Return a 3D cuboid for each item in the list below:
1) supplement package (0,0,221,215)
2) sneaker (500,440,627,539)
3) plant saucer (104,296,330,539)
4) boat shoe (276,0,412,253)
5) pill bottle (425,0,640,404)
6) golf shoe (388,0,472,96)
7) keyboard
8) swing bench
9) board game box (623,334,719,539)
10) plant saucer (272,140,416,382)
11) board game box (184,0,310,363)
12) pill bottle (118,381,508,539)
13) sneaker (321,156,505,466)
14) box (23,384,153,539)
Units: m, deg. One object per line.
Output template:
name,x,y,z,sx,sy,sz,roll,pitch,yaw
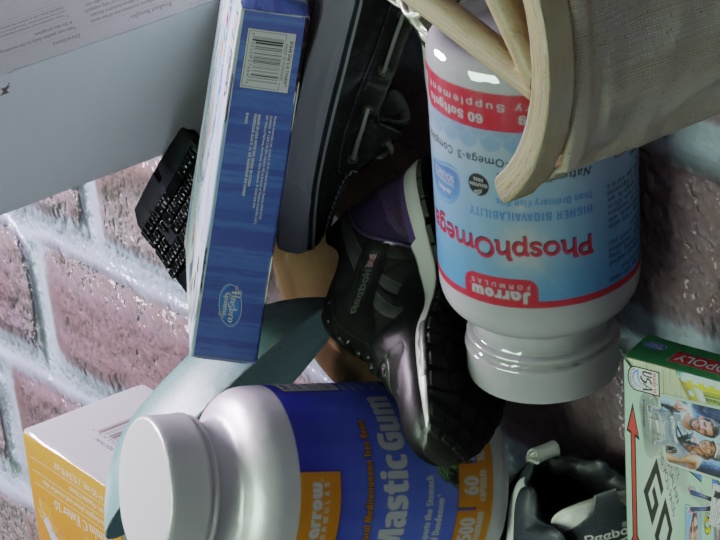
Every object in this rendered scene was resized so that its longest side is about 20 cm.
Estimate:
supplement package,-0.176,-0.140,1.803,0.111,0.199,0.156,55,149,23
sneaker,0.137,0.179,1.611,0.130,0.079,0.200,100,149,-55
plant saucer,-0.091,0.077,1.742,0.039,0.201,0.201,44,146,9
boat shoe,-0.005,-0.090,1.670,0.072,0.071,0.201,-91,12,-52
pill bottle,0.091,-0.037,1.521,0.109,0.108,0.201,30,133,47
golf shoe,0.044,-0.149,1.553,0.077,0.088,0.201,38,140,39
keyboard,-0.108,-0.018,1.882,0.104,0.040,0.200,49,161,3
swing bench,0.110,-0.164,1.319,0.200,0.198,0.130,54,147,23
board game box,0.200,0.140,1.495,0.134,0.029,0.201,15,123,33
plant saucer,0.000,0.000,1.778,0.200,0.029,0.201,38,138,44
board game box,-0.067,-0.075,1.677,0.199,0.043,0.201,-104,23,-70
pill bottle,-0.028,0.118,1.627,0.112,0.199,0.113,5,95,64
sneaker,0.023,0.037,1.626,0.087,0.076,0.201,-27,42,25
box,-0.137,0.196,1.907,0.124,0.097,0.201,25,128,50
